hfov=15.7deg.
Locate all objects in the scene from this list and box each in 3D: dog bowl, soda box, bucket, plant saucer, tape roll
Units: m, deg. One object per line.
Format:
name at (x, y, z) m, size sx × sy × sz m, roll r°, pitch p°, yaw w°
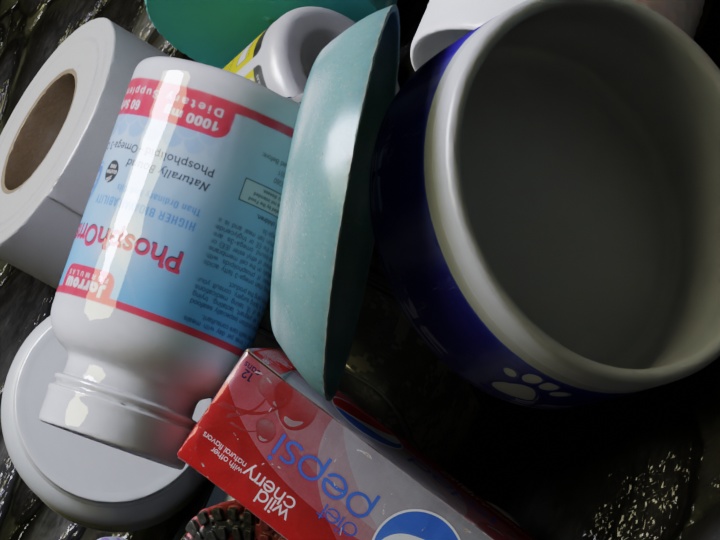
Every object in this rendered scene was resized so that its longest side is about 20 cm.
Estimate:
dog bowl at (0.106, -0.034, 1.308) m, size 0.079 × 0.199 × 0.201 m, roll -24°, pitch 43°, yaw 55°
soda box at (0.008, 0.124, 1.332) m, size 0.070 × 0.200 × 0.063 m, roll -55°, pitch -12°, yaw 10°
bucket at (-0.057, -0.235, 1.868) m, size 0.207 × 0.206 × 0.136 m, roll -28°, pitch 46°, yaw 50°
plant saucer at (-0.014, -0.036, 1.312) m, size 0.200 × 0.036 × 0.201 m, roll 9°, pitch -90°, yaw -85°
tape roll at (-0.192, -0.076, 2.023) m, size 0.203 × 0.139 × 0.203 m, roll -45°, pitch 27°, yaw 31°

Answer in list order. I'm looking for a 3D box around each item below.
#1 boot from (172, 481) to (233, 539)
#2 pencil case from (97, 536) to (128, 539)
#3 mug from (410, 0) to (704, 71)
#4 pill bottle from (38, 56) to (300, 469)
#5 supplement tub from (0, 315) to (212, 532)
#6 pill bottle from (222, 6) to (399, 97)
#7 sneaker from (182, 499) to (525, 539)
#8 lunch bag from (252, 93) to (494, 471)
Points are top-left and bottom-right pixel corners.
boot at (-0.050, 0.162, 1.551) m, size 0.201 × 0.076 × 0.168 m, roll -59°, pitch 22°, yaw 12°
pencil case at (-0.090, 0.232, 1.422) m, size 0.083 × 0.200 × 0.091 m, roll -31°, pitch -30°, yaw -40°
mug at (0.127, -0.163, 1.508) m, size 0.200 × 0.147 × 0.176 m, roll 92°, pitch -160°, yaw -70°
pill bottle at (-0.099, -0.003, 1.379) m, size 0.109 × 0.108 × 0.201 m, roll 5°, pitch 74°, yaw 64°
supplement tub at (-0.158, 0.094, 1.688) m, size 0.200 × 0.144 × 0.146 m, roll 121°, pitch 175°, yaw -81°
pill bottle at (-0.071, -0.089, 1.829) m, size 0.200 × 0.112 × 0.113 m, roll -36°, pitch 33°, yaw 43°
sneaker at (0.003, 0.141, 1.422) m, size 0.199 × 0.082 × 0.078 m, roll 1°, pitch 104°, yaw 31°
lunch bag at (0.000, 0.000, 1.490) m, size 0.199 × 0.140 × 0.168 m, roll 25°, pitch 68°, yaw 29°
